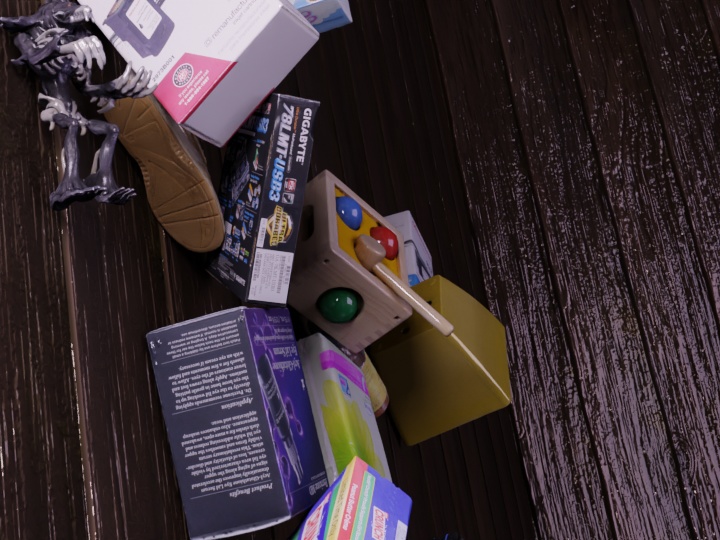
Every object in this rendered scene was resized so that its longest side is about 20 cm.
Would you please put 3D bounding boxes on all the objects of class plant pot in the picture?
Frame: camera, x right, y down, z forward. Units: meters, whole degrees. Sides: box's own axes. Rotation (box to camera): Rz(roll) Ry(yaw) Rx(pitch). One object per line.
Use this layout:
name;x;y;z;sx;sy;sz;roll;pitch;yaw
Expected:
plant pot;0.117;0.131;1.957;0.177;0.198;0.201;54;22;-30

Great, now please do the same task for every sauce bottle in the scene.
sauce bottle;-0.018;0.129;1.638;0.201;0.065;0.067;65;17;-45

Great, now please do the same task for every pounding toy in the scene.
pounding toy;0.000;0.000;1.513;0.184;0.142;0.201;38;29;-32

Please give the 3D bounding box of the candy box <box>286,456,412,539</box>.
candy box;-0.045;0.293;1.060;0.077;0.200;0.169;37;20;-6

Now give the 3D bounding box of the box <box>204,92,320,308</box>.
box;-0.103;-0.080;1.198;0.200;0.049;0.201;-154;-106;-69

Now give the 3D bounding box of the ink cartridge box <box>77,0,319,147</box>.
ink cartridge box;-0.158;-0.242;1.119;0.200;0.145;0.084;49;11;25

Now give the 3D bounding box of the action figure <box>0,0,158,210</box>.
action figure;-0.231;-0.156;0.995;0.119;0.101;0.203;0;77;-64

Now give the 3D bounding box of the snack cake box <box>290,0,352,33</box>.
snack cake box;-0.119;-0.331;1.425;0.067;0.198;0.116;43;34;-65

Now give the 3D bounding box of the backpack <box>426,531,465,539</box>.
backpack;0.094;0.478;1.575;0.200;0.133;0.184;-74;147;-67

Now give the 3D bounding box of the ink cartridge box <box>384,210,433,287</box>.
ink cartridge box;0.078;0.018;2.114;0.145;0.083;0.202;61;19;-46

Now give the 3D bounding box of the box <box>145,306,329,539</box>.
box;-0.114;0.143;1.144;0.148;0.103;0.203;3;72;-77

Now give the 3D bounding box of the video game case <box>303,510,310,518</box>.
video game case;-0.021;0.381;1.460;0.143;0.018;0.202;-21;96;-77

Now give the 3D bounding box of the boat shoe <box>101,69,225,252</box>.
boat shoe;-0.186;-0.113;1.189;0.069;0.073;0.201;-75;147;-54

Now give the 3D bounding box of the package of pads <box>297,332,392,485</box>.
package of pads;-0.025;0.199;1.497;0.155;0.068;0.202;50;22;-60
